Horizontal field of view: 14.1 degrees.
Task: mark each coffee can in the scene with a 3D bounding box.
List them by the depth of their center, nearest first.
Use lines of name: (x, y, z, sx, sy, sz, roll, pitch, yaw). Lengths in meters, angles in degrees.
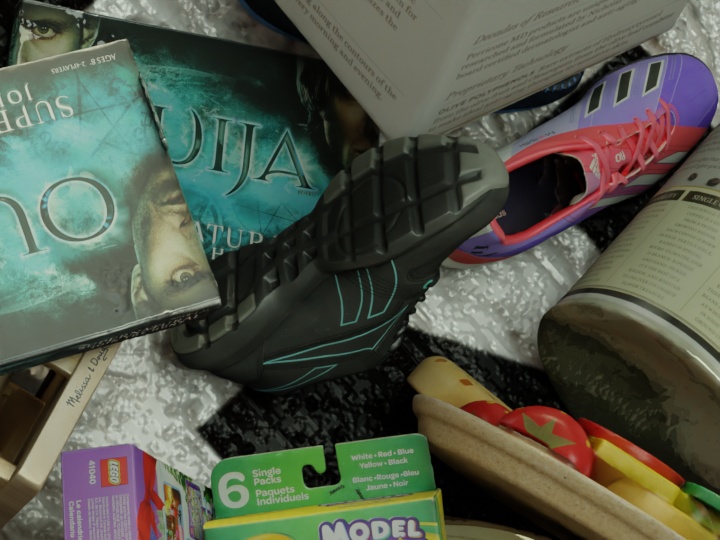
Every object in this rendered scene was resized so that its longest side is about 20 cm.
coffee can: (0.209, 0.005, 1.529, 0.146, 0.146, 0.200, 45, 65, -2)

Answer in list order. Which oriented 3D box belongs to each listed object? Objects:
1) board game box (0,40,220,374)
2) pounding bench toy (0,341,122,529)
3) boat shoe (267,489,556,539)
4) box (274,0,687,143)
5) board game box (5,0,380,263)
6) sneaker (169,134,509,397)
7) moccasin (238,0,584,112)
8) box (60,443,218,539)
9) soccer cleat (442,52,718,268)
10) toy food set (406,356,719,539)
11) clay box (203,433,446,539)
board game box: (-0.177, -0.018, 1.312, 0.200, 0.028, 0.135, -16, 78, -23)
pounding bench toy: (-0.220, 0.058, 1.367, 0.156, 0.124, 0.200, 31, 66, -9)
boat shoe: (0.036, 0.159, 1.454, 0.200, 0.072, 0.072, 12, 81, -3)
box: (0.058, -0.208, 1.453, 0.200, 0.171, 0.199, -26, 67, -32)
board game box: (-0.089, -0.057, 1.504, 0.200, 0.028, 0.135, 10, 72, -17)
sneaker: (0.000, 0.000, 1.441, 0.079, 0.200, 0.075, 39, 35, -34)
moccasin: (0.032, -0.132, 1.549, 0.200, 0.068, 0.081, 11, 70, -17)
box: (-0.097, 0.192, 1.368, 0.039, 0.137, 0.200, -8, 73, 13)
soccer cleat: (0.124, -0.059, 1.552, 0.200, 0.073, 0.068, -28, 100, -24)
toy food set: (0.114, 0.108, 1.438, 0.198, 0.200, 0.049, 32, 83, -8)
clay box: (-0.009, 0.185, 1.400, 0.115, 0.048, 0.200, -9, 92, 6)
